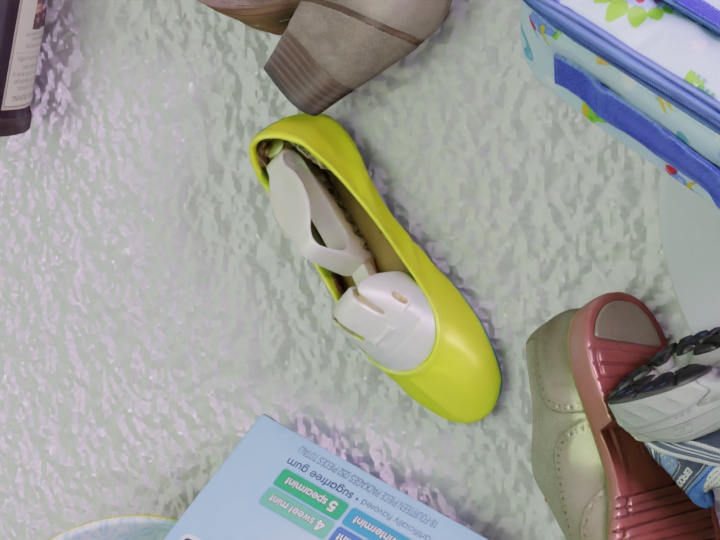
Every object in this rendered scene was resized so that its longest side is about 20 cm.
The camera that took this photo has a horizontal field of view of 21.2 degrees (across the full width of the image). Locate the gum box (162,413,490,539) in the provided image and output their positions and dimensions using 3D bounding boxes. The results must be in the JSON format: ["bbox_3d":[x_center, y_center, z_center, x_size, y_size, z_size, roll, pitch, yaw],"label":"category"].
[{"bbox_3d":[-0.044,0.195,1.019,0.169,0.045,0.200,25,64,31],"label":"gum box"}]

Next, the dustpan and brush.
[{"bbox_3d":[0.179,-0.065,0.914,0.139,0.057,0.201,-38,78,42],"label":"dustpan and brush"}]

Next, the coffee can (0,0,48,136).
[{"bbox_3d":[-0.253,-0.196,1.154,0.145,0.146,0.202,20,104,33],"label":"coffee can"}]

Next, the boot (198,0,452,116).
[{"bbox_3d":[-0.025,-0.188,1.045,0.200,0.070,0.147,48,112,22],"label":"boot"}]

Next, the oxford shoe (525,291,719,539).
[{"bbox_3d":[0.127,0.116,0.957,0.074,0.070,0.202,-21,73,53],"label":"oxford shoe"}]

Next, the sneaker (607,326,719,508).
[{"bbox_3d":[0.206,0.063,0.856,0.199,0.077,0.086,-18,107,53],"label":"sneaker"}]

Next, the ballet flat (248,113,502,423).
[{"bbox_3d":[0.000,0.000,1.032,0.067,0.067,0.201,-42,70,29],"label":"ballet flat"}]

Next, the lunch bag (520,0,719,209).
[{"bbox_3d":[0.174,-0.110,0.843,0.161,0.083,0.200,-42,61,-17],"label":"lunch bag"}]

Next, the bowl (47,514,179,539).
[{"bbox_3d":[-0.127,0.252,1.103,0.201,0.199,0.108,57,163,18],"label":"bowl"}]
